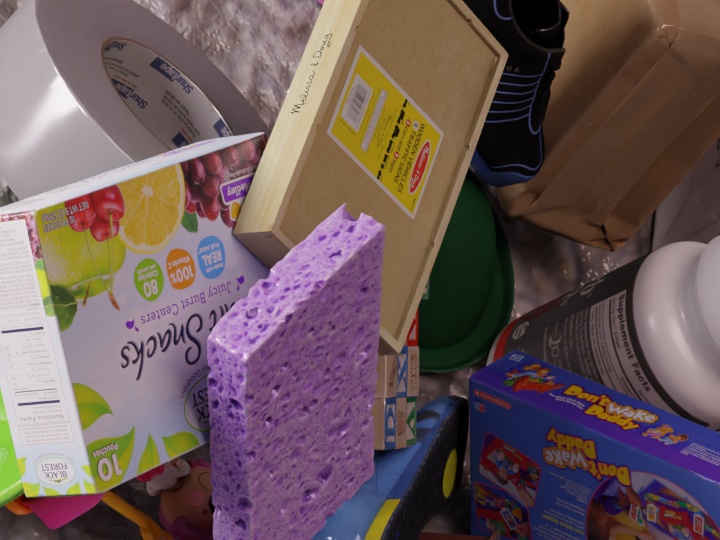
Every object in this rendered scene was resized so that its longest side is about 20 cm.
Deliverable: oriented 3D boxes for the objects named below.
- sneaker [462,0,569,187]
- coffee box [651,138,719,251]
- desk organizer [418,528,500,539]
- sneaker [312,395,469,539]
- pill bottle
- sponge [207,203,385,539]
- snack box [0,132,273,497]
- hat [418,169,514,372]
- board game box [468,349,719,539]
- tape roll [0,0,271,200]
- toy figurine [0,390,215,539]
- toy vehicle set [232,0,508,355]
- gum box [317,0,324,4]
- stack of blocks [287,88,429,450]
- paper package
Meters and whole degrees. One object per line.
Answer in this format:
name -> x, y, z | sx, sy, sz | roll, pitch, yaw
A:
sneaker -> 0.089, -0.120, 1.695 | 0.200, 0.078, 0.070 | 62, 29, -50
coffee box -> 0.302, -0.026, 1.967 | 0.200, 0.080, 0.114 | 26, 55, -23
desk organizer -> 0.012, 0.221, 1.639 | 0.200, 0.077, 0.072 | -44, 130, -56
sneaker -> 0.007, 0.124, 1.691 | 0.200, 0.078, 0.066 | -50, 144, -56
pill bottle -> 0.180, 0.050, 1.756 | 0.116, 0.200, 0.116 | 21, 56, -35
sponge -> -0.033, 0.070, 1.483 | 0.030, 0.200, 0.112 | 30, 53, 23
snack box -> -0.105, 0.020, 1.462 | 0.200, 0.053, 0.142 | -24, 105, -55
hat -> 0.058, -0.052, 1.739 | 0.200, 0.176, 0.166 | 25, 54, -24
board game box -> 0.152, 0.142, 1.674 | 0.045, 0.200, 0.135 | -29, 129, -41
tape roll -> -0.126, -0.071, 1.633 | 0.200, 0.066, 0.200 | 38, 22, -19
toy figurine -> -0.119, 0.118, 1.589 | 0.184, 0.150, 0.200 | 48, 23, -25
toy vehicle set -> 0.009, -0.070, 1.555 | 0.124, 0.026, 0.200 | 45, 55, -40
gum box -> 0.015, -0.237, 1.791 | 0.113, 0.200, 0.066 | 35, 51, -27
stack of blocks -> 0.000, 0.000, 1.646 | 0.115, 0.059, 0.200 | 7, 84, -76
paper package -> 0.155, -0.152, 1.830 | 0.103, 0.191, 0.200 | 13, 44, -31
